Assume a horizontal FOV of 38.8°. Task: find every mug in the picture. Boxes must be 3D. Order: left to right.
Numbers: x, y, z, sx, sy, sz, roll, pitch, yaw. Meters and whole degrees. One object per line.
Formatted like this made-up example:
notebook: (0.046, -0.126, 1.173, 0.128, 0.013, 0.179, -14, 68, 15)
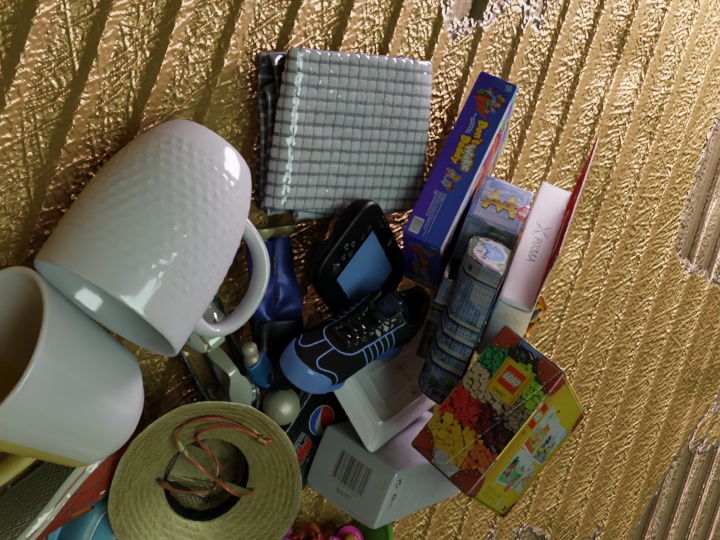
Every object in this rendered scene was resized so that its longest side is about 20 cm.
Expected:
mug: (-0.284, 0.102, 0.893, 0.153, 0.184, 0.152, 39, 44, -46)
mug: (-0.163, -0.023, 0.920, 0.200, 0.147, 0.177, 43, 67, -32)

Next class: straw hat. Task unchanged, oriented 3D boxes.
straw hat: (-0.152, 0.194, 1.004, 0.197, 0.085, 0.204, -6, 117, -12)

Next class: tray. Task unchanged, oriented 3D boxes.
tray: (0.039, 0.112, 1.115, 0.199, 0.022, 0.108, -25, 84, -56)

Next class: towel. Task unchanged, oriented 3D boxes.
towel: (-0.021, -0.140, 1.042, 0.198, 0.085, 0.169, -5, 107, -38)

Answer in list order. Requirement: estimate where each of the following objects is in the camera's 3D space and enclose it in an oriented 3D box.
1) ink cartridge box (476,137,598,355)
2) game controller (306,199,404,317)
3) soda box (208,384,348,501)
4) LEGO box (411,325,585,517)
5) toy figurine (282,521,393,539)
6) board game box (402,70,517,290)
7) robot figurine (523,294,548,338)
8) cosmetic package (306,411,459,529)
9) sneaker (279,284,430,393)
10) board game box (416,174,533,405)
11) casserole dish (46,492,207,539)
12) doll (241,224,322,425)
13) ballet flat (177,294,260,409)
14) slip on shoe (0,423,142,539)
ink cartridge box: (0.188, -0.027, 1.086, 0.175, 0.043, 0.201, 103, 11, -47)
game controller: (0.000, 0.000, 1.068, 0.104, 0.042, 0.200, -45, 156, -7)
soda box: (-0.078, 0.181, 1.097, 0.071, 0.063, 0.201, 42, 77, -38)
LEGO box: (0.148, 0.161, 1.047, 0.149, 0.077, 0.200, -50, 154, -4)
toy figurine: (-0.065, 0.340, 1.121, 0.183, 0.149, 0.203, 30, 62, -32)
board game box: (0.107, -0.094, 1.110, 0.135, 0.044, 0.202, 81, 33, -71)
robot figurine: (0.163, 0.016, 1.240, 0.145, 0.058, 0.201, -47, 125, -17)
cosmetic package: (0.040, 0.212, 1.131, 0.199, 0.101, 0.075, 3, 113, -57)
sneaker: (-0.001, 0.060, 1.029, 0.199, 0.070, 0.078, -20, 150, -55)
board game box: (0.116, 0.011, 1.072, 0.200, 0.061, 0.203, -49, 158, -70)
casserole dish: (-0.220, 0.282, 1.033, 0.199, 0.039, 0.123, 25, 87, -40)
doll: (-0.082, 0.057, 1.039, 0.136, 0.048, 0.204, -12, 99, -59)
ballet flat: (-0.147, 0.076, 1.012, 0.072, 0.072, 0.202, -36, 121, -24)
slip on shoe: (-0.277, 0.211, 0.951, 0.200, 0.074, 0.062, -46, 128, -24)
